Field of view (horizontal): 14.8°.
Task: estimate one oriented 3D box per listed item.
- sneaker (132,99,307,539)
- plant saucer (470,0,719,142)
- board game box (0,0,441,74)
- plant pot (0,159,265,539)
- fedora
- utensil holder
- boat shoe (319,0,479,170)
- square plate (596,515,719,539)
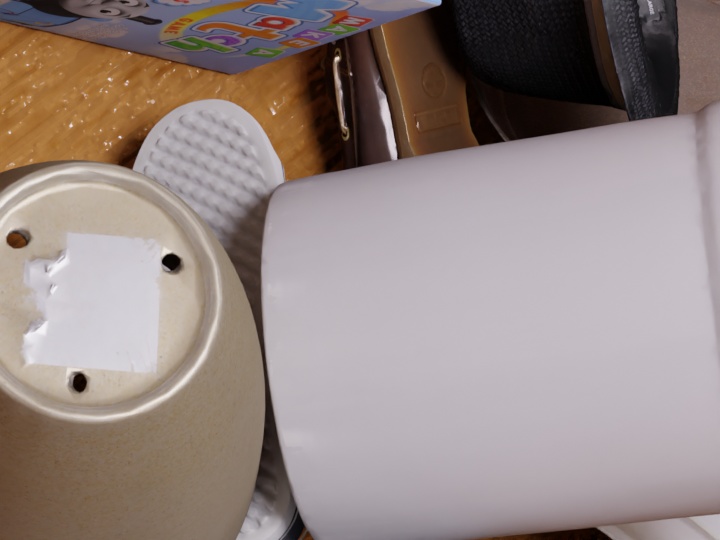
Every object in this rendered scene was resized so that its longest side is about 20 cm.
[{"bbox_3d":[-0.059,0.031,1.195,0.079,0.078,0.201,55,30,-71],"label":"sneaker"},{"bbox_3d":[0.150,-0.089,1.355,0.199,0.032,0.201,2,48,-3],"label":"plant saucer"},{"bbox_3d":[-0.088,-0.130,1.153,0.199,0.151,0.037,9,76,-38],"label":"board game box"},{"bbox_3d":[-0.111,0.036,1.028,0.186,0.200,0.188,4,73,-12],"label":"plant pot"},{"bbox_3d":[0.089,-0.135,1.253,0.201,0.091,0.202,-6,90,-77],"label":"fedora"},{"bbox_3d":[0.072,0.027,1.142,0.170,0.199,0.171,-8,90,-81],"label":"utensil holder"},{"bbox_3d":[0.012,-0.085,1.279,0.070,0.070,0.201,-2,85,-48],"label":"boat shoe"},{"bbox_3d":[0.185,0.052,1.284,0.198,0.028,0.201,38,79,-40],"label":"square plate"}]
